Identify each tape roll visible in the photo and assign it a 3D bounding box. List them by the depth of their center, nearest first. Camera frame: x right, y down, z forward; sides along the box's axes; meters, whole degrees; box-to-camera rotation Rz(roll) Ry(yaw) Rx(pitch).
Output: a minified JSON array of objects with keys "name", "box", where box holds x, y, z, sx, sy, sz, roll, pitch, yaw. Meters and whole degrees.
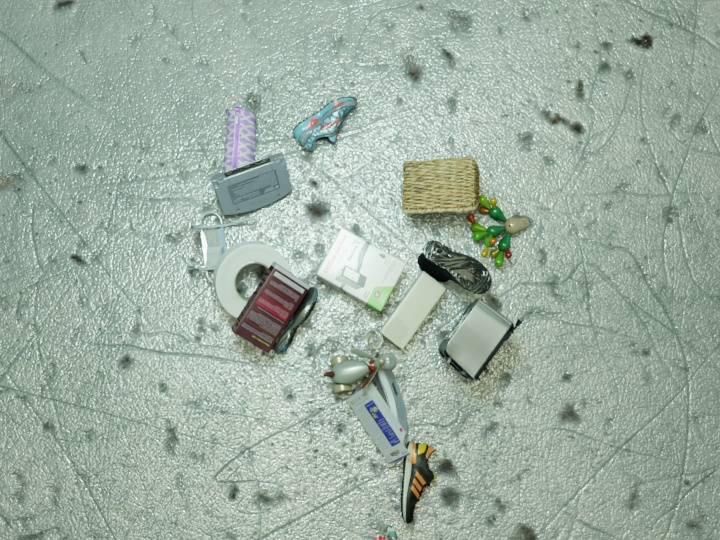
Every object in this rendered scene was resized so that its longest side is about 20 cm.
[{"name":"tape roll","box":[-0.278,0.026,1.617,0.200,0.071,0.205,-3,100,-18]}]

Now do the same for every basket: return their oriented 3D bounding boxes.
[{"name":"basket","box":[0.214,-0.201,1.647,0.197,0.143,0.151,-2,76,16]}]

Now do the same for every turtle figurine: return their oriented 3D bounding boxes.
[{"name":"turtle figurine","box":[0.064,0.735,1.569,0.199,0.101,0.150,40,84,-2]}]

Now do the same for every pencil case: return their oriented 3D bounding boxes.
[{"name":"pencil case","box":[-0.327,-0.338,1.688,0.083,0.085,0.203,1,84,-6]}]

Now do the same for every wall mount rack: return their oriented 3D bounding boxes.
[{"name":"wall mount rack","box":[-0.357,-0.069,1.662,0.172,0.074,0.203,-7,84,-21]}]

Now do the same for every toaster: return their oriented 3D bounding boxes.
[{"name":"toaster","box":[0.295,0.173,1.595,0.118,0.181,0.201,37,84,4]}]

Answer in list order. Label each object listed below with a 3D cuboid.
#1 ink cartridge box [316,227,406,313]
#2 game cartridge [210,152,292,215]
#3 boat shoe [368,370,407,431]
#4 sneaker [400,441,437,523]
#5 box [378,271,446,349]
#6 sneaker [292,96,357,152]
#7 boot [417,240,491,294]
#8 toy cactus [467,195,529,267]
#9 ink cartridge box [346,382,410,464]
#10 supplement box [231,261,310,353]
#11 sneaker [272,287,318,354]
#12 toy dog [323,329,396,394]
[{"name":"ink cartridge box","box":[0.000,0.000,1.656,0.198,0.084,0.147,29,83,2]},{"name":"game cartridge","box":[-0.284,-0.223,1.653,0.198,0.134,0.041,-21,46,-11]},{"name":"boat shoe","box":[0.066,0.337,1.630,0.066,0.070,0.202,-16,96,26]},{"name":"sneaker","box":[0.151,0.547,1.602,0.089,0.070,0.203,5,81,2]},{"name":"box","box":[0.136,0.106,1.655,0.082,0.068,0.201,38,83,3]},{"name":"sneaker","box":[-0.084,-0.398,1.715,0.199,0.079,0.096,-33,94,3]},{"name":"boot","box":[0.240,0.000,1.619,0.199,0.168,0.077,32,83,7]},{"name":"toy cactus","box":[0.378,-0.117,1.684,0.163,0.102,0.202,-14,74,-13]},{"name":"ink cartridge box","box":[0.051,0.393,1.604,0.037,0.095,0.201,-25,78,-45]},{"name":"supplement box","box":[-0.226,0.093,1.576,0.108,0.061,0.201,34,87,-19]},{"name":"sneaker","box":[-0.185,0.119,1.643,0.081,0.073,0.201,35,83,4]},{"name":"toy dog","box":[-0.015,0.246,1.585,0.200,0.096,0.133,-43,61,21]}]
